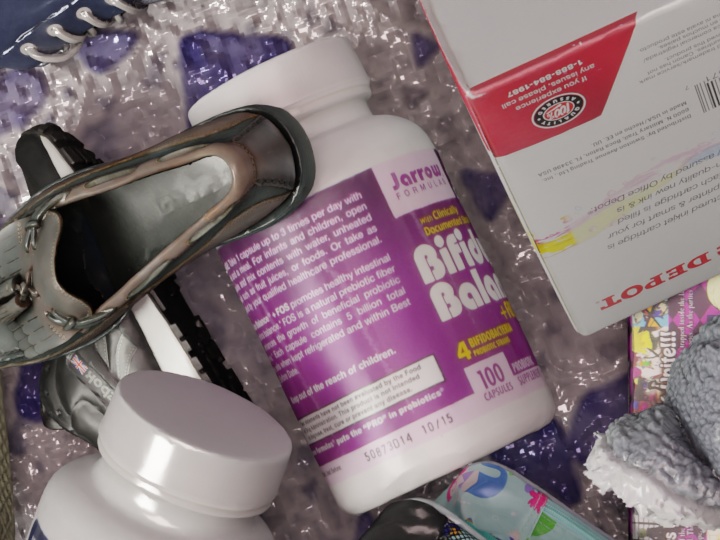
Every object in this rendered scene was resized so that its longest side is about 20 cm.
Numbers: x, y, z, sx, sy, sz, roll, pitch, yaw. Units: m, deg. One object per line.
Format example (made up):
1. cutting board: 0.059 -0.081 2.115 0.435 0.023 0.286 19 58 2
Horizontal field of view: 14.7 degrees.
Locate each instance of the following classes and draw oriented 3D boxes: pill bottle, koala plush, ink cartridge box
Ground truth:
1. pill bottle: -0.102 0.151 1.237 0.111 0.111 0.201 23 107 5
2. pill bottle: 0.000 0.000 1.269 0.112 0.112 0.201 -26 87 3
3. koala plush: 0.212 0.086 1.185 0.200 0.184 0.177 42 81 14
4. ink cartridge box: 0.112 -0.099 1.202 0.145 0.200 0.145 -24 54 3

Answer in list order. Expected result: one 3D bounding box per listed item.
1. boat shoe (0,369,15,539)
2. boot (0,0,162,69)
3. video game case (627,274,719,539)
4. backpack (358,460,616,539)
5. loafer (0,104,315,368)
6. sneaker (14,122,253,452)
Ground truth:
1. boat shoe: -0.201 0.091 1.286 0.062 0.075 0.201 -13 65 13
2. boot: -0.128 -0.133 1.312 0.199 0.073 0.091 14 96 13
3. video game case: 0.213 0.060 1.287 0.180 0.036 0.201 -1 88 3
4. backpack: 0.066 0.194 1.223 0.200 0.178 0.151 39 61 4
5. loafer: -0.114 -0.014 1.222 0.200 0.063 0.072 -30 87 25
6. sneaker: -0.124 0.031 1.299 0.087 0.076 0.200 -30 86 8
